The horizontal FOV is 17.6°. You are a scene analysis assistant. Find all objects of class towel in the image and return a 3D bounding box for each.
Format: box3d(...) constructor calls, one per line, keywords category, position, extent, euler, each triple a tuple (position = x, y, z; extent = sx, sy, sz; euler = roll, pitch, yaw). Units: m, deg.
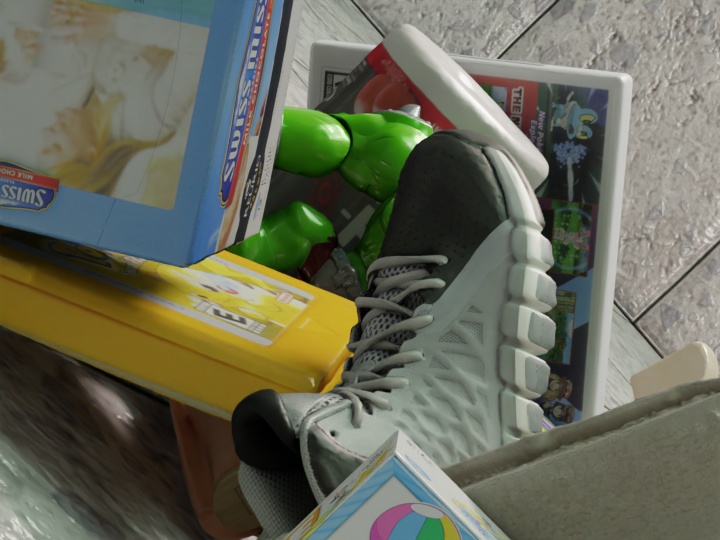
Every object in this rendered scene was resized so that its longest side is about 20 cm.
box3d(category="towel", position=(0.059, 0.126, 0.782), extent=(0.034, 0.200, 0.133), euler=(-74, 142, -75))

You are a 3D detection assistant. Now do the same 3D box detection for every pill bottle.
box3d(category="pill bottle", position=(-0.009, -0.021, 1.202), extent=(0.111, 0.200, 0.111), euler=(44, 9, -9))

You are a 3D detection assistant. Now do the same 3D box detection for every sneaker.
box3d(category="sneaker", position=(0.008, 0.034, 0.842), extent=(0.115, 0.075, 0.200), euler=(11, 66, -33))

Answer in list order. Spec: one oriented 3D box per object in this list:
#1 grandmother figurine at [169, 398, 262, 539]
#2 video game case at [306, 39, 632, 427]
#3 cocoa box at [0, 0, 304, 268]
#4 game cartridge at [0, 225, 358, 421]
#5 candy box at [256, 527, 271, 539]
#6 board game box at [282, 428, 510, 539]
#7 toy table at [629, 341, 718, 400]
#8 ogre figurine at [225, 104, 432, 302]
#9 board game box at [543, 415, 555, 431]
box3d(category="grandmother figurine", position=(-0.070, 0.055, 1.060), extent=(0.200, 0.060, 0.121), euler=(53, -12, 56))
box3d(category="video game case", position=(0.052, -0.018, 1.273), extent=(0.182, 0.200, 0.023), euler=(9, 12, 22))
box3d(category="cocoa box", position=(-0.133, -0.089, 0.890), extent=(0.200, 0.134, 0.131), euler=(13, 7, 6))
box3d(category="game cartridge", position=(-0.099, 0.004, 0.957), extent=(0.200, 0.032, 0.176), euler=(24, 11, 4))
box3d(category="candy box", position=(0.027, 0.130, 0.922), extent=(0.136, 0.061, 0.200), euler=(44, 31, -10))
box3d(category="board game box", position=(0.034, 0.169, 0.753), extent=(0.200, 0.134, 0.034), euler=(46, 9, -4))
box3d(category="toy table", position=(0.144, 0.131, 1.373), extent=(0.200, 0.184, 0.117), euler=(55, 13, -58))
box3d(category="ogre figurine", position=(0.000, 0.000, 1.098), extent=(0.098, 0.120, 0.200), euler=(94, -28, -59))
box3d(category="board game box", position=(0.070, 0.139, 1.163), extent=(0.105, 0.103, 0.200), euler=(45, 8, -1))
